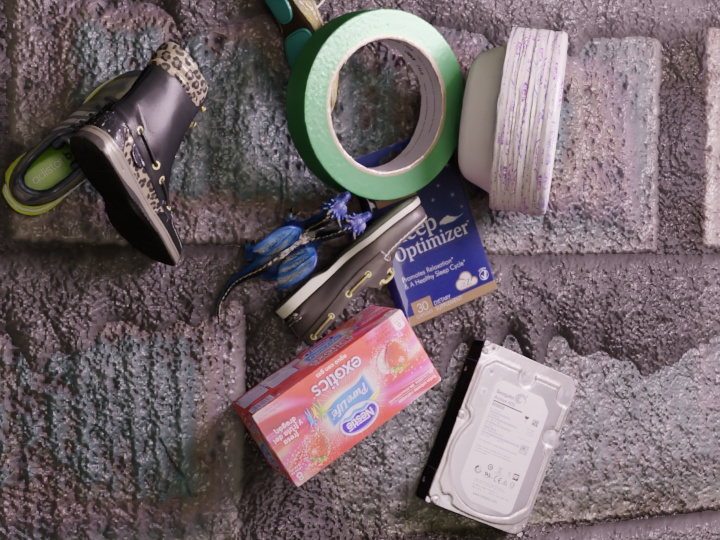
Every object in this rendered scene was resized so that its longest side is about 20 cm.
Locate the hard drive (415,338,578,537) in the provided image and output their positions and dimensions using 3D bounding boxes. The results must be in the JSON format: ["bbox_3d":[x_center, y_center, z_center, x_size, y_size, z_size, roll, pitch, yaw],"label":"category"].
[{"bbox_3d":[0.164,0.198,1.340,0.139,0.038,0.202,24,83,-18],"label":"hard drive"}]

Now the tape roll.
[{"bbox_3d":[0.019,-0.178,1.219,0.199,0.048,0.203,-5,101,-28],"label":"tape roll"}]

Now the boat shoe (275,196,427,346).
[{"bbox_3d":[0.000,0.000,1.242,0.201,0.072,0.061,-40,96,7],"label":"boat shoe"}]

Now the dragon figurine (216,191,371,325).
[{"bbox_3d":[-0.082,-0.018,1.213,0.199,0.099,0.059,-36,103,-9],"label":"dragon figurine"}]

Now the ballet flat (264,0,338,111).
[{"bbox_3d":[-0.058,-0.272,1.236,0.070,0.071,0.201,-28,100,-16],"label":"ballet flat"}]

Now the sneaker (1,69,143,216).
[{"bbox_3d":[-0.277,-0.130,1.153,0.200,0.081,0.074,-47,105,-12],"label":"sneaker"}]

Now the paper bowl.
[{"bbox_3d":[0.167,-0.166,1.250,0.103,0.201,0.203,8,89,11],"label":"paper bowl"}]

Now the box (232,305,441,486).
[{"bbox_3d":[-0.028,0.132,1.238,0.199,0.102,0.095,-35,102,-16],"label":"box"}]

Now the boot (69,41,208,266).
[{"bbox_3d":[-0.200,-0.115,1.158,0.154,0.073,0.204,-58,149,-26],"label":"boot"}]

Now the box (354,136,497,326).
[{"bbox_3d":[0.071,-0.050,1.303,0.120,0.032,0.202,-22,98,-17],"label":"box"}]
